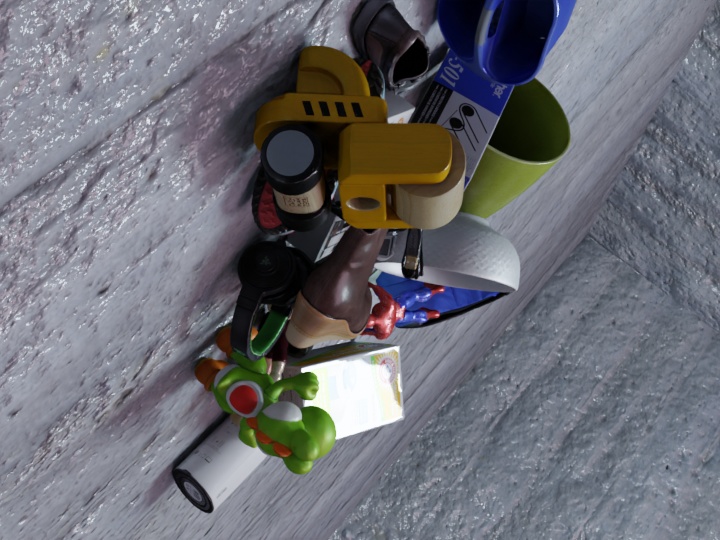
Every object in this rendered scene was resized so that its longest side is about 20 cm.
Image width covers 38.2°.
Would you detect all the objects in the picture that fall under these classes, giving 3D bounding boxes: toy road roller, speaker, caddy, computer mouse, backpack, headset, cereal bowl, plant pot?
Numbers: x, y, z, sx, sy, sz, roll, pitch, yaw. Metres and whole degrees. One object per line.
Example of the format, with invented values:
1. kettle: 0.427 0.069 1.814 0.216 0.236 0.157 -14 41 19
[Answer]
1. toy road roller: -0.001 -0.124 0.960 0.123 0.195 0.149 82 11 -71
2. speaker: -0.168 0.241 1.464 0.200 0.081 0.082 -44 163 -34
3. caddy: 0.157 -0.293 1.133 0.105 0.140 0.201 -48 164 -27
4. computer mouse: 0.028 -0.050 1.260 0.043 0.199 0.112 -2 94 -28
5. backpack: 0.111 -0.013 1.569 0.197 0.170 0.163 -24 -175 6
6. headset: -0.081 0.008 1.170 0.123 0.092 0.204 19 91 -75
7. cereal bowl: 0.116 -0.029 1.363 0.200 0.196 0.085 36 63 -75
8. plant pot: 0.152 -0.150 1.403 0.187 0.187 0.201 -38 167 -43

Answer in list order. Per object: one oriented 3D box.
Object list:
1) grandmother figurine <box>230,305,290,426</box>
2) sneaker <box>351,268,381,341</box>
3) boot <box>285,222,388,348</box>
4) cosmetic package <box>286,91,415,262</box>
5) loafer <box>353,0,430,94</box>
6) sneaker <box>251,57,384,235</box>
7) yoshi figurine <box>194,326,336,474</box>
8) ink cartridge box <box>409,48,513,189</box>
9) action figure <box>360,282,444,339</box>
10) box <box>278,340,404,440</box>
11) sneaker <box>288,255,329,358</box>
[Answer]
1. grandmother figurine: -0.116 0.099 1.308 0.060 0.121 0.203 10 113 -29
2. sneaker: 0.004 0.022 1.497 0.118 0.074 0.201 -43 161 -19
3. boot: 0.000 0.000 1.176 0.168 0.072 0.200 -57 169 22
4. cosmetic package: -0.012 -0.109 1.203 0.082 0.050 0.202 -34 156 -54
5. loafer: 0.042 -0.221 1.090 0.072 0.063 0.200 -53 165 1
6. sneaker: -0.033 -0.115 1.071 0.201 0.079 0.096 -53 167 0
7. yoshi figurine: -0.100 0.159 1.218 0.111 0.200 0.114 -29 144 -23
8. ink cartridge box: 0.116 -0.185 1.240 0.202 0.093 0.044 -63 180 -37
9. action figure: 0.031 0.048 1.414 0.199 0.097 0.067 -16 117 -62
10. box: -0.040 0.169 1.457 0.198 0.100 0.115 -7 96 -45
11. sneaker: -0.060 0.031 1.365 0.080 0.075 0.201 -52 177 -42
